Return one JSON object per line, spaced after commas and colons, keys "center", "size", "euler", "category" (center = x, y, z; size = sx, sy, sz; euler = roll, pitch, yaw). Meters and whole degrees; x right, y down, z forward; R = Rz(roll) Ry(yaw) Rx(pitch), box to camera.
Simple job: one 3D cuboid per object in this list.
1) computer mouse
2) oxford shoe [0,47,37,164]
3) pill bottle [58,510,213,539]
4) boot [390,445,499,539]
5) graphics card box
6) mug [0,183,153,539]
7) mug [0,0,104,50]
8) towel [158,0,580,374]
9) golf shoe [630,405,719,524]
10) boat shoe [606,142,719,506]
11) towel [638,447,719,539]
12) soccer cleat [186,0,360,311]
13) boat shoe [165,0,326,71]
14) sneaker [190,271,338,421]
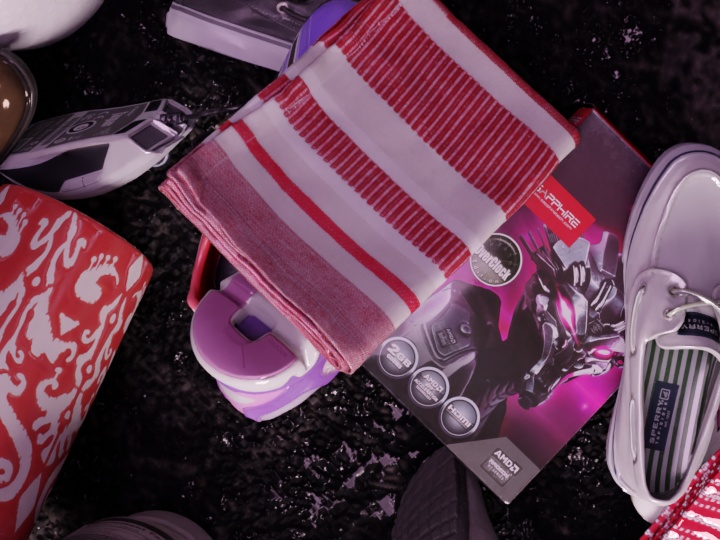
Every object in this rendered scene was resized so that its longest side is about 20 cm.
{"center": [-0.135, -0.074, 1.252], "size": [0.199, 0.110, 0.044], "euler": [-7, 115, 28], "category": "computer mouse"}
{"center": [-0.275, -0.062, 1.228], "size": [0.199, 0.084, 0.073], "euler": [-34, 100, 21], "category": "oxford shoe"}
{"center": [-0.155, 0.211, 1.219], "size": [0.113, 0.200, 0.115], "euler": [2, 96, 15], "category": "pill bottle"}
{"center": [0.092, 0.207, 1.213], "size": [0.131, 0.201, 0.070], "euler": [20, 135, -29], "category": "boot"}
{"center": [0.106, 0.019, 1.176], "size": [0.125, 0.051, 0.200], "euler": [44, 92, -7], "category": "graphics card box"}
{"center": [-0.236, 0.050, 1.234], "size": [0.177, 0.133, 0.201], "euler": [27, 78, 4], "category": "mug"}
{"center": [-0.215, -0.201, 1.209], "size": [0.199, 0.175, 0.149], "euler": [9, 98, 14], "category": "mug"}
{"center": [0.009, -0.059, 1.104], "size": [0.144, 0.023, 0.200], "euler": [44, 66, 5], "category": "towel"}
{"center": [0.237, 0.090, 1.159], "size": [0.199, 0.092, 0.073], "euler": [-30, 88, 17], "category": "golf shoe"}
{"center": [0.181, 0.032, 1.124], "size": [0.073, 0.067, 0.202], "euler": [3, 98, -8], "category": "boat shoe"}
{"center": [0.231, 0.176, 1.155], "size": [0.144, 0.023, 0.200], "euler": [35, 131, 4], "category": "towel"}
{"center": [-0.041, -0.059, 1.159], "size": [0.068, 0.073, 0.201], "euler": [27, 101, 16], "category": "soccer cleat"}
{"center": [-0.020, -0.147, 1.222], "size": [0.199, 0.070, 0.067], "euler": [19, 101, 20], "category": "boat shoe"}
{"center": [-0.014, 0.011, 1.141], "size": [0.080, 0.089, 0.200], "euler": [37, 62, 23], "category": "sneaker"}
